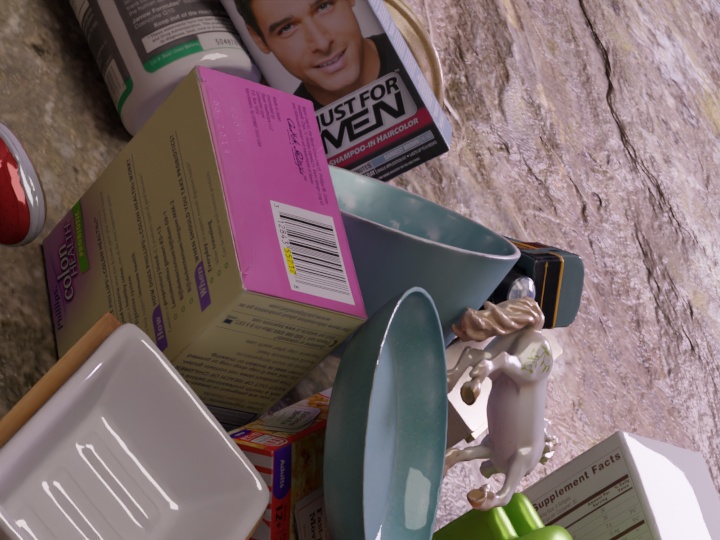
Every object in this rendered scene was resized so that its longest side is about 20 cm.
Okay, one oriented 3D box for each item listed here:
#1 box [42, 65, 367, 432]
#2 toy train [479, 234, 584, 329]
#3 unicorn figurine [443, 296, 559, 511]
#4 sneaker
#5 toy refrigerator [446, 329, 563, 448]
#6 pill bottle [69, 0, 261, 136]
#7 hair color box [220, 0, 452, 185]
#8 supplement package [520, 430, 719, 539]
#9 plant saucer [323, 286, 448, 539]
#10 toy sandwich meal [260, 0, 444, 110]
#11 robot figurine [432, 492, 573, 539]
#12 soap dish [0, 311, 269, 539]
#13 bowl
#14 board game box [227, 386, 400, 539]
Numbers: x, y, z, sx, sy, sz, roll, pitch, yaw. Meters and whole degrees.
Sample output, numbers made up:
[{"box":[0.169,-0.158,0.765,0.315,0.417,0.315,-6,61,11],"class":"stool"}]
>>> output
[{"box":[-0.106,0.005,1.257,0.097,0.200,0.176,15,46,-37],"class":"box"},{"box":[0.084,0.000,1.559,0.114,0.200,0.085,0,101,-38],"class":"toy train"},{"box":[0.100,0.107,1.380,0.074,0.200,0.137,33,37,26],"class":"unicorn figurine"},{"box":[-0.291,-0.088,1.237,0.200,0.071,0.112,49,26,9],"class":"sneaker"},{"box":[0.085,0.091,1.557,0.070,0.076,0.200,54,30,3],"class":"toy refrigerator"},{"box":[-0.163,-0.209,1.493,0.113,0.113,0.200,2,58,-53],"class":"pill bottle"},{"box":[-0.021,-0.161,1.464,0.200,0.099,0.061,60,14,-15],"class":"hair color box"},{"box":[0.227,0.246,1.547,0.117,0.117,0.200,18,46,-43],"class":"supplement package"},{"box":[0.014,0.109,1.221,0.200,0.036,0.200,4,90,-74],"class":"plant saucer"},{"box":[-0.030,-0.153,1.550,0.205,0.205,0.070,46,25,-11],"class":"toy sandwich meal"},{"box":[0.125,0.262,1.393,0.175,0.116,0.200,-3,61,-61],"class":"robot figurine"},{"box":[-0.150,0.137,1.098,0.157,0.081,0.200,52,34,-10],"class":"soap dish"},{"box":[0.000,0.000,1.370,0.201,0.105,0.201,20,11,-4],"class":"bowl"},{"box":[-0.025,0.160,1.284,0.200,0.046,0.152,-21,117,-58],"class":"board game box"}]
